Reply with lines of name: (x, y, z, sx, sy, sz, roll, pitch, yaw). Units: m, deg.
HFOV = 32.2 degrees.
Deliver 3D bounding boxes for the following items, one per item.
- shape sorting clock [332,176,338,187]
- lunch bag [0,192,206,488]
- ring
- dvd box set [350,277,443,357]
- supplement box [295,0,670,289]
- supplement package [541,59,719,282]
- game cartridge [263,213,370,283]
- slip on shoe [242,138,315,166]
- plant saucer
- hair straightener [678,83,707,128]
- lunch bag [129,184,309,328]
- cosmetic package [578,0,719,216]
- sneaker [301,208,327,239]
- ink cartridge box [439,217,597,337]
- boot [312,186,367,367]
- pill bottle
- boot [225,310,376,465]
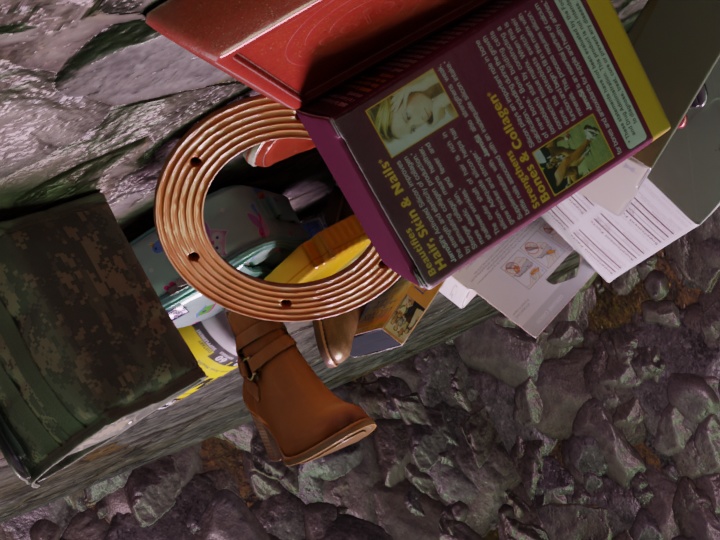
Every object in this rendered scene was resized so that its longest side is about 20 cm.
shape sorting clock: (0.067, -0.120, 1.141, 0.200, 0.039, 0.200, -25, 171, -4)
lunch bag: (-0.238, 0.062, 0.929, 0.118, 0.164, 0.200, -25, 173, -47)
ring: (-0.050, -0.044, 0.911, 0.200, 0.200, 0.019, -28, -145, 15)
dvd box set: (0.059, -0.008, 1.213, 0.200, 0.029, 0.146, -56, -170, -18)
supplement box: (0.080, -0.100, 0.826, 0.200, 0.131, 0.103, -32, -162, -8)
supplement package: (0.297, -0.122, 1.264, 0.191, 0.147, 0.200, -44, 178, -21)
game cartridge: (0.013, -0.031, 1.068, 0.200, 0.032, 0.176, -29, 176, -26)
slip on shoe: (0.007, -0.119, 0.905, 0.200, 0.061, 0.074, -23, 173, 1)
plant saucer: (0.000, -0.159, 0.732, 0.199, 0.037, 0.200, -28, 170, 11)
hair straightener: (0.230, -0.162, 1.130, 0.077, 0.041, 0.200, -41, -154, -27)
lunch bag: (-0.126, -0.011, 1.089, 0.160, 0.077, 0.200, -27, 176, 11)
cosmetic package: (0.232, -0.153, 0.981, 0.200, 0.071, 0.105, -56, 171, -18)
sneaker: (-0.011, -0.046, 1.287, 0.200, 0.076, 0.077, -32, 169, -28)
ink cartridge box: (0.168, -0.029, 1.348, 0.200, 0.174, 0.044, -43, 165, -32)
boot: (0.000, 0.000, 1.174, 0.075, 0.200, 0.074, -1, 145, 16)
pill bottle: (-0.196, 0.075, 1.289, 0.200, 0.114, 0.114, -31, 170, 28)
boot: (-0.066, 0.093, 1.123, 0.074, 0.155, 0.200, -18, 179, -29)
